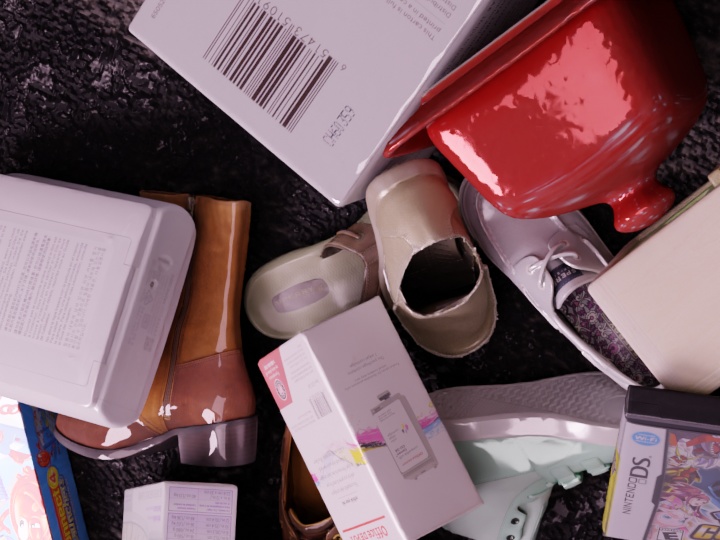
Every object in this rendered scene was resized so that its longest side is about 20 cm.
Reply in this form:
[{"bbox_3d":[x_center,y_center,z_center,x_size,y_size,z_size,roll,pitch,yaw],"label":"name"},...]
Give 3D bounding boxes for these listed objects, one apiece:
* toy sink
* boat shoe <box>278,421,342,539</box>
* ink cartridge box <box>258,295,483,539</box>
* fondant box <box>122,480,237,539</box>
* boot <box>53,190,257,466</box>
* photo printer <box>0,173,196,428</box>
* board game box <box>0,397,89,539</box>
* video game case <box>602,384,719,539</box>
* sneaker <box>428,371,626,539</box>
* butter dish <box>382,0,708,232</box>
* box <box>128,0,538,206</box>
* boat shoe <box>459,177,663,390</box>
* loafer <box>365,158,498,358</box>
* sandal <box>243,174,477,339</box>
[{"bbox_3d":[0.264,-0.023,1.331,0.200,0.130,0.112,-39,89,24],"label":"toy sink"},{"bbox_3d":[-0.031,0.186,1.519,0.072,0.068,0.201,1,104,19],"label":"boat shoe"},{"bbox_3d":[0.014,0.130,1.417,0.067,0.116,0.200,-25,86,-22],"label":"ink cartridge box"},{"bbox_3d":[-0.139,0.258,1.497,0.058,0.144,0.201,4,80,-17],"label":"fondant box"},{"bbox_3d":[-0.159,0.041,1.526,0.188,0.068,0.201,1,96,42],"label":"boot"},{"bbox_3d":[-0.230,0.016,1.500,0.200,0.069,0.167,11,81,34],"label":"photo printer"},{"bbox_3d":[-0.328,0.170,1.623,0.200,0.056,0.196,-9,100,21],"label":"board game box"},{"bbox_3d":[0.266,0.142,1.352,0.199,0.026,0.181,8,148,6],"label":"video game case"},{"bbox_3d":[0.143,0.140,1.453,0.200,0.074,0.118,-2,119,11],"label":"sneaker"},{"bbox_3d":[0.147,-0.092,1.309,0.199,0.200,0.148,-36,84,23],"label":"butter dish"},{"bbox_3d":[-0.009,-0.184,1.375,0.199,0.131,0.200,40,112,11],"label":"box"},{"bbox_3d":[0.142,0.008,1.395,0.072,0.069,0.200,-36,92,6],"label":"boat shoe"},{"bbox_3d":[0.050,0.007,1.392,0.076,0.200,0.068,-22,53,3],"label":"loafer"},{"bbox_3d":[0.000,0.001,1.466,0.201,0.057,0.080,-29,93,23],"label":"sandal"}]
